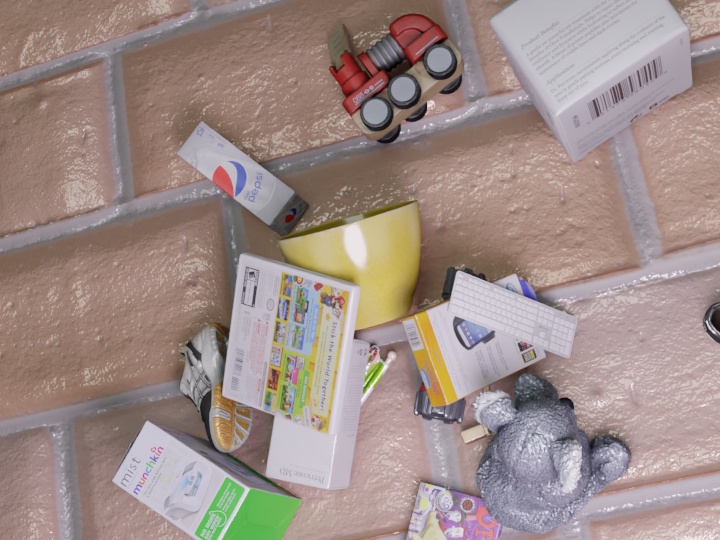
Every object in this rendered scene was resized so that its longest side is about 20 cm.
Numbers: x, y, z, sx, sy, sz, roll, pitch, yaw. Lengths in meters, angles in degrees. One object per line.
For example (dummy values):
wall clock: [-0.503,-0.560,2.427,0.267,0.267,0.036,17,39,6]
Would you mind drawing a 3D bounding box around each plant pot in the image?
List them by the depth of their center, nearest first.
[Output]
plant pot: [0.000,0.000,1.564,0.198,0.200,0.143,-14,95,14]

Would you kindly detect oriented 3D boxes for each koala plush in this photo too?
koala plush: [0.216,0.219,1.402,0.177,0.200,0.184,39,80,22]

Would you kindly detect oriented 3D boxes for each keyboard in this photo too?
keyboard: [0.198,0.058,1.491,0.011,0.199,0.057,-20,54,58]

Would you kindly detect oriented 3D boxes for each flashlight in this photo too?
flashlight: [0.118,0.097,1.521,0.067,0.068,0.202,8,77,10]

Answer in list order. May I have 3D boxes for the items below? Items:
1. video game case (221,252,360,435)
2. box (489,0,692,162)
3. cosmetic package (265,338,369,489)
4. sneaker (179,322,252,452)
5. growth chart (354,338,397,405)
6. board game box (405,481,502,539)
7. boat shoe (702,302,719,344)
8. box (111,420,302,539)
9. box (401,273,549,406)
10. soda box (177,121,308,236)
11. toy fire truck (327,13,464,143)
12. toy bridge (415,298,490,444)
video game case: [-0.093,0.094,1.514,0.181,0.023,0.202,16,104,28]
box: [0.306,-0.287,1.521,0.198,0.200,0.172,-33,70,7]
cosmetic package: [-0.057,0.187,1.562,0.101,0.074,0.202,6,86,24]
sneaker: [-0.209,0.175,1.626,0.087,0.076,0.201,-30,48,23]
growth chart: [-0.063,0.132,1.627,0.199,0.018,0.145,30,87,23]
board game box: [0.110,0.387,1.499,0.119,0.032,0.202,12,79,16]
boat shoe: [0.522,0.085,1.425,0.198,0.068,0.072,16,79,19]
box: [-0.199,0.294,1.529,0.176,0.200,0.097,29,85,23]
box: [0.155,0.084,1.489,0.041,0.199,0.120,-20,90,55]
soda box: [-0.174,-0.135,1.705,0.200,0.068,0.064,38,89,22]
toy fire truck: [0.031,-0.307,1.670,0.176,0.129,0.201,-38,78,5]
toy bridge: [0.136,0.128,1.558,0.067,0.027,0.201,-22,70,8]
